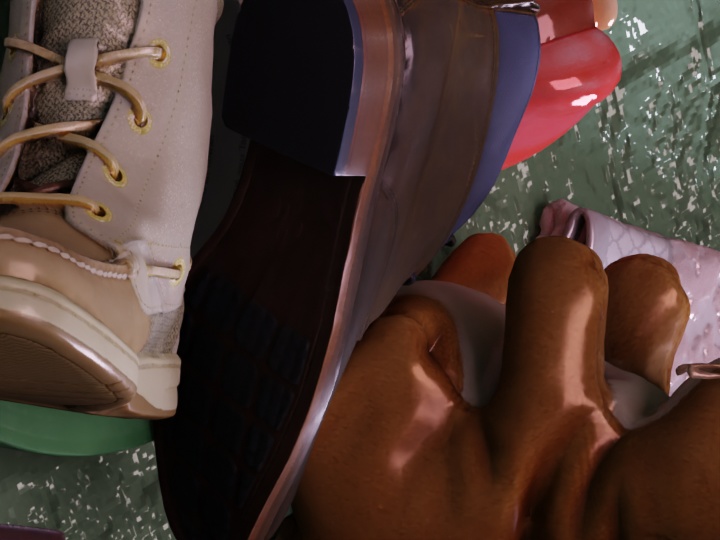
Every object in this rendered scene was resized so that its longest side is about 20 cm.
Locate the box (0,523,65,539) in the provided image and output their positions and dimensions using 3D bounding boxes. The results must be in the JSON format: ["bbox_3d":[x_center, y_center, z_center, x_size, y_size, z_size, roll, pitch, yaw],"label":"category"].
[{"bbox_3d":[-0.127,0.177,0.781,0.075,0.100,0.200,7,65,-33],"label":"box"}]

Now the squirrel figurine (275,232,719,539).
[{"bbox_3d":[0.068,0.090,0.945,0.141,0.186,0.200,22,88,-66],"label":"squirrel figurine"}]

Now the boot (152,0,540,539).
[{"bbox_3d":[0.000,0.000,0.872,0.097,0.075,0.200,-9,123,-43],"label":"boot"}]

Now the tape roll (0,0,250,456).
[{"bbox_3d":[-0.095,-0.043,0.883,0.200,0.048,0.201,-5,98,-45],"label":"tape roll"}]

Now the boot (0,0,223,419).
[{"bbox_3d":[-0.079,-0.041,0.768,0.200,0.072,0.155,44,54,-82],"label":"boot"}]

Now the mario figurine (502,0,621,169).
[{"bbox_3d":[0.032,-0.131,0.982,0.106,0.123,0.200,-77,165,-68],"label":"mario figurine"}]

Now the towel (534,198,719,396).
[{"bbox_3d":[0.121,0.087,1.121,0.191,0.032,0.200,18,82,-44],"label":"towel"}]
